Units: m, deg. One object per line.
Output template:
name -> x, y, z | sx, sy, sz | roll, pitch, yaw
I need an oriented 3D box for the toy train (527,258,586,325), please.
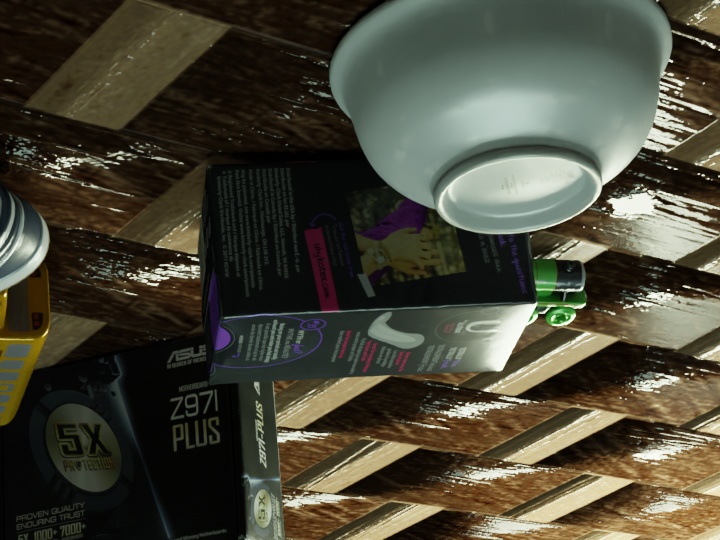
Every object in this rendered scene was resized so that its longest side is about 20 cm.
toy train -> 0.066, 0.010, 1.382 | 0.198, 0.042, 0.057 | 0, 144, -13

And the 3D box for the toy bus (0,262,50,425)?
toy bus -> -0.258, 0.042, 1.345 | 0.078, 0.066, 0.200 | 2, 154, -18

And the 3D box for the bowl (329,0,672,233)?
bowl -> 0.084, -0.082, 1.128 | 0.199, 0.091, 0.201 | -4, 156, -2

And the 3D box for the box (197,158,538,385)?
box -> 0.000, 0.000, 1.263 | 0.198, 0.107, 0.122 | -2, 157, -10

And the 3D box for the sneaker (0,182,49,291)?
sneaker -> -0.285, 0.008, 1.189 | 0.199, 0.070, 0.109 | -33, 168, -6

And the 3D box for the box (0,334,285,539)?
box -> -0.165, 0.151, 1.483 | 0.198, 0.165, 0.086 | -12, 154, 16
